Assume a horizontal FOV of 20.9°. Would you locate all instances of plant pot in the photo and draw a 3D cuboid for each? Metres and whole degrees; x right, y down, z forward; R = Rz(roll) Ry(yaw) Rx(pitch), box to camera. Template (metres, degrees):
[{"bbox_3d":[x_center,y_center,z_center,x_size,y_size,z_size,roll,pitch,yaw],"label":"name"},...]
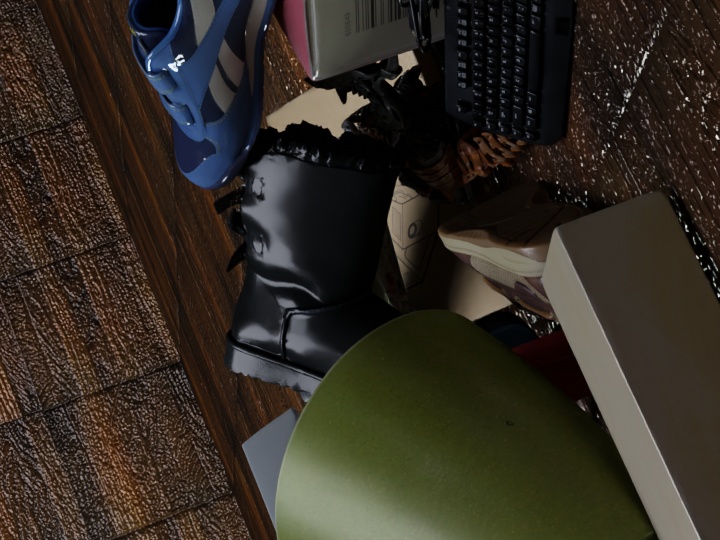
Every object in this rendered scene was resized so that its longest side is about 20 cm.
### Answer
[{"bbox_3d":[0.086,0.143,1.093,0.199,0.187,0.188,25,138,42],"label":"plant pot"}]

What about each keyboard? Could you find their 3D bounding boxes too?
[{"bbox_3d":[0.063,-0.140,1.065,0.104,0.040,0.201,20,144,18],"label":"keyboard"}]

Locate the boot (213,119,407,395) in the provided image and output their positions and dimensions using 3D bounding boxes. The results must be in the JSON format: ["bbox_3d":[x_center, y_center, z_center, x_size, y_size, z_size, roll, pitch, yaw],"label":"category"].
[{"bbox_3d":[0.001,0.000,1.225,0.073,0.197,0.163,-34,-45,-64],"label":"boot"}]

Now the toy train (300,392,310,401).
[{"bbox_3d":[0.017,0.115,1.591,0.085,0.113,0.201,132,118,-81],"label":"toy train"}]

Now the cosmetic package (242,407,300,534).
[{"bbox_3d":[0.008,0.206,1.351,0.200,0.052,0.151,48,-173,-40],"label":"cosmetic package"}]

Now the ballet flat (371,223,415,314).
[{"bbox_3d":[-0.002,0.024,1.323,0.075,0.064,0.201,-5,117,35],"label":"ballet flat"}]

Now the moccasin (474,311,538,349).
[{"bbox_3d":[0.097,0.106,1.323,0.068,0.080,0.201,-115,12,-54],"label":"moccasin"}]

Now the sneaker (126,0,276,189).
[{"bbox_3d":[-0.101,-0.131,1.152,0.074,0.082,0.201,55,149,40],"label":"sneaker"}]

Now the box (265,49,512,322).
[{"bbox_3d":[0.021,-0.047,1.365,0.163,0.021,0.201,-27,81,45],"label":"box"}]

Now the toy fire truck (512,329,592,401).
[{"bbox_3d":[0.149,0.149,1.232,0.141,0.048,0.201,-122,16,-45],"label":"toy fire truck"}]

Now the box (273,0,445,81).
[{"bbox_3d":[-0.012,-0.231,1.161,0.109,0.127,0.201,87,160,-52],"label":"box"}]

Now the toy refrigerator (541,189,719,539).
[{"bbox_3d":[0.166,0.067,0.994,0.076,0.070,0.201,91,159,-67],"label":"toy refrigerator"}]

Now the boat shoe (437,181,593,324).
[{"bbox_3d":[0.101,-0.004,1.161,0.072,0.072,0.200,66,170,-12],"label":"boat shoe"}]

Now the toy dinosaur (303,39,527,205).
[{"bbox_3d":[0.049,-0.100,1.244,0.199,0.102,0.136,-12,117,40],"label":"toy dinosaur"}]
